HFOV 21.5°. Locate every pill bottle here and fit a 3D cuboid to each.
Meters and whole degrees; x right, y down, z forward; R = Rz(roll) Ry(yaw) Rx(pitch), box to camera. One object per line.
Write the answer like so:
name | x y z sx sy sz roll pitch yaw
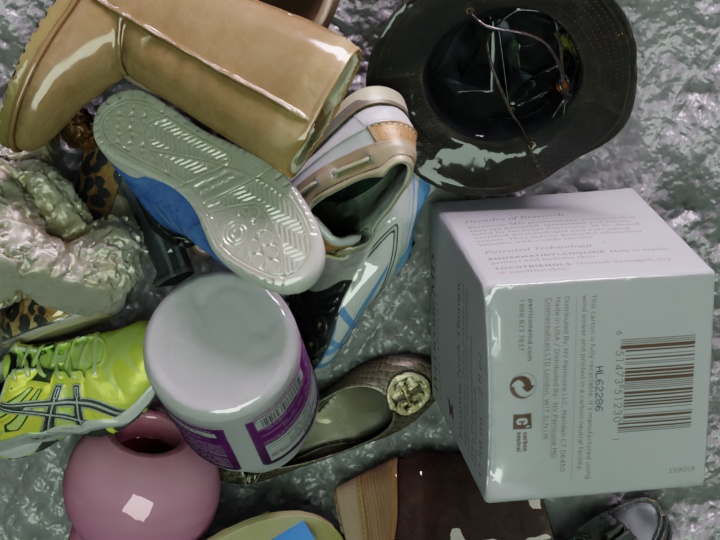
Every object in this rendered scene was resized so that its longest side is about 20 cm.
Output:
pill bottle | -0.089 0.084 1.397 0.111 0.200 0.113 -2 69 4

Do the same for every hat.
hat | 0.101 -0.156 1.382 0.199 0.081 0.202 1 125 1

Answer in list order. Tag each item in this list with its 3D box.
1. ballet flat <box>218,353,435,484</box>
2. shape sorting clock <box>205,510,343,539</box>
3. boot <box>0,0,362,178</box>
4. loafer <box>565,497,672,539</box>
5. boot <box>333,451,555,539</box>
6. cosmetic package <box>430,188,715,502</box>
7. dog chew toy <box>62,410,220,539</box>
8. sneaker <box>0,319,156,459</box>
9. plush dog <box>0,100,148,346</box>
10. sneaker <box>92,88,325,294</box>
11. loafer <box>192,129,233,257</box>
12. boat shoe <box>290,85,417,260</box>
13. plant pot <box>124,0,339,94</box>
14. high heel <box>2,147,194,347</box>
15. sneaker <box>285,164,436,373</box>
ballet flat | -0.028 0.124 1.506 0.199 0.046 0.068 -21 110 7
shape sorting clock | -0.097 0.271 1.518 0.199 0.039 0.201 -25 141 -22
boot | -0.125 -0.118 1.271 0.199 0.066 0.176 29 97 8
loafer | 0.173 0.252 1.506 0.200 0.072 0.063 -43 147 -13
boot | 0.077 0.241 1.511 0.165 0.072 0.202 -14 85 3
cosmetic package | 0.149 0.050 1.390 0.165 0.200 0.169 -4 109 -8
dog chew toy | -0.178 0.213 1.501 0.123 0.125 0.201 8 117 -4
sneaker | -0.229 0.086 1.443 0.199 0.076 0.076 -26 136 24
plush dog | -0.269 -0.049 1.376 0.199 0.173 0.161 -24 137 20
sneaker | -0.097 -0.044 1.338 0.199 0.111 0.077 35 81 18
loafer | -0.082 -0.102 1.414 0.071 0.063 0.201 19 109 -7
boat shoe | -0.029 -0.043 1.376 0.074 0.069 0.200 10 135 -32
plant pot | -0.101 -0.219 1.340 0.199 0.093 0.203 1 94 12
high heel | -0.225 -0.029 1.456 0.199 0.071 0.144 -24 80 25
sneaker | 0.000 0.000 1.454 0.072 0.072 0.201 6 123 -37
